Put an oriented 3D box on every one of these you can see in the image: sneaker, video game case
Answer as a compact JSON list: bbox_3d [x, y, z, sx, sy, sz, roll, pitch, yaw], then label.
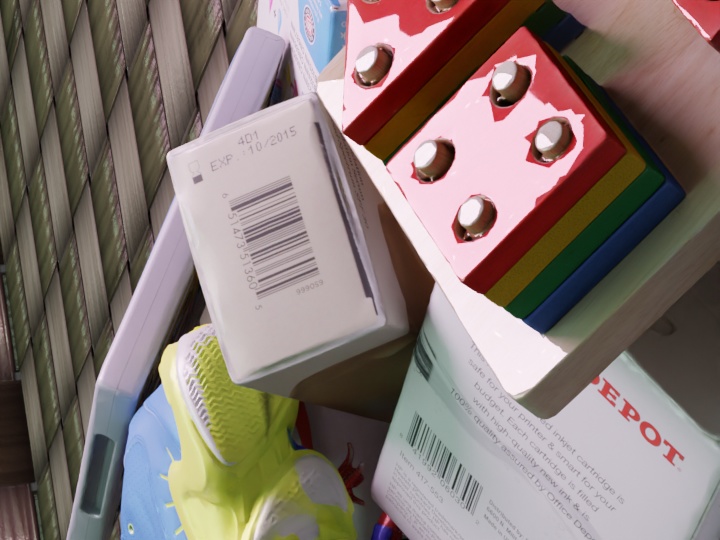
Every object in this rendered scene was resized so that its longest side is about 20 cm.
[{"bbox_3d":[-0.045,0.127,1.217,0.105,0.075,0.201,-37,64,53],"label":"sneaker"},{"bbox_3d":[-0.088,0.012,1.359,0.182,0.022,0.201,110,-179,-61],"label":"video game case"}]

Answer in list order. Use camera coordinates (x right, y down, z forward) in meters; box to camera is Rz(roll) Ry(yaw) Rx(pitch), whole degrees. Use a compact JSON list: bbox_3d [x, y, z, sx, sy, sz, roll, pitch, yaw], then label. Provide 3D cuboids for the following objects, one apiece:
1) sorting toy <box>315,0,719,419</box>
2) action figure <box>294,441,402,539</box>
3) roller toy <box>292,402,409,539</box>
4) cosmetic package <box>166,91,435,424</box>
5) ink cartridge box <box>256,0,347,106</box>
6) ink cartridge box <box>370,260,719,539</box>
[{"bbox_3d":[0.075,-0.089,1.014,0.200,0.070,0.199,-45,43,13],"label":"sorting toy"},{"bbox_3d":[-0.018,0.084,1.292,0.099,0.065,0.200,-58,38,27],"label":"action figure"},{"bbox_3d":[0.018,0.120,1.439,0.182,0.139,0.201,154,117,-66],"label":"roller toy"},{"bbox_3d":[0.000,0.000,1.217,0.200,0.071,0.106,18,-127,-69],"label":"cosmetic package"},{"bbox_3d":[0.023,-0.078,1.377,0.129,0.125,0.201,-113,23,-49],"label":"ink cartridge box"},{"bbox_3d":[0.094,0.063,1.129,0.146,0.086,0.200,46,145,23],"label":"ink cartridge box"}]
